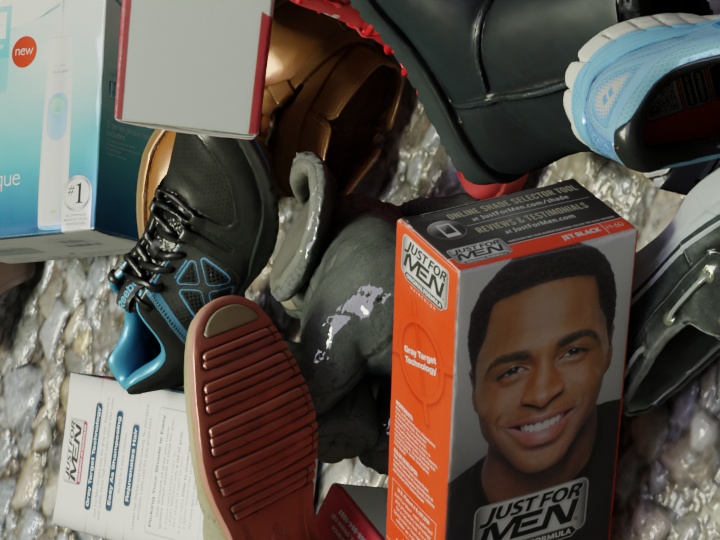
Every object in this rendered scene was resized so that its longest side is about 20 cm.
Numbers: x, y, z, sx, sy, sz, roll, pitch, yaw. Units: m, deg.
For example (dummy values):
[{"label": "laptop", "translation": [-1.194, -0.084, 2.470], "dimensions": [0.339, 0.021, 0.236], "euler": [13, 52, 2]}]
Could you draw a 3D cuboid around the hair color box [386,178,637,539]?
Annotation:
[{"label": "hair color box", "translation": [0.070, 0.065, 1.154], "dimensions": [0.061, 0.101, 0.202], "euler": [43, 139, 51]}]

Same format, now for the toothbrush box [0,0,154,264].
[{"label": "toothbrush box", "translation": [-0.201, -0.113, 1.574], "dimensions": [0.145, 0.085, 0.202], "euler": [-3, 79, 32]}]

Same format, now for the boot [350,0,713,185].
[{"label": "boot", "translation": [0.080, -0.138, 1.147], "dimensions": [0.168, 0.076, 0.201], "euler": [-13, 111, 50]}]

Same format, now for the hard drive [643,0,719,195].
[{"label": "hard drive", "translation": [0.146, -0.152, 1.209], "dimensions": [0.140, 0.038, 0.200], "euler": [-59, 44, 27]}]

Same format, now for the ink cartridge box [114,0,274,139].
[{"label": "ink cartridge box", "translation": [-0.085, -0.188, 1.328], "dimensions": [0.201, 0.082, 0.147], "euler": [-90, 6, -56]}]

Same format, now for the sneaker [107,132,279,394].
[{"label": "sneaker", "translation": [-0.099, -0.007, 1.372], "dimensions": [0.073, 0.081, 0.201], "euler": [43, 140, 39]}]

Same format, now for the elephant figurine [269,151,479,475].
[{"label": "elephant figurine", "translation": [0.000, 0.000, 1.304], "dimensions": [0.154, 0.142, 0.201], "euler": [-28, 40, 13]}]

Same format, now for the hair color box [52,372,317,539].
[{"label": "hair color box", "translation": [-0.109, 0.122, 1.458], "dimensions": [0.199, 0.060, 0.101], "euler": [6, 88, 52]}]

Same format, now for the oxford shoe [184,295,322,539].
[{"label": "oxford shoe", "translation": [-0.062, 0.110, 1.219], "dimensions": [0.074, 0.070, 0.202], "euler": [7, 110, 57]}]

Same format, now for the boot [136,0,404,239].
[{"label": "boot", "translation": [-0.056, -0.063, 1.419], "dimensions": [0.154, 0.073, 0.201], "euler": [34, 110, 48]}]

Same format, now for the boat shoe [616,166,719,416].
[{"label": "boat shoe", "translation": [0.177, 0.004, 1.123], "dimensions": [0.200, 0.072, 0.071], "euler": [-49, 55, 49]}]

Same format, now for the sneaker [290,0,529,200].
[{"label": "sneaker", "translation": [0.016, -0.124, 1.264], "dimensions": [0.078, 0.115, 0.202], "euler": [-10, 97, 62]}]

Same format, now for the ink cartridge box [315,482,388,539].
[{"label": "ink cartridge box", "translation": [0.008, 0.237, 1.268], "dimensions": [0.144, 0.083, 0.201], "euler": [47, 118, 45]}]

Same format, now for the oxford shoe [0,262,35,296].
[{"label": "oxford shoe", "translation": [-0.254, -0.034, 1.683], "dimensions": [0.201, 0.072, 0.071], "euler": [-60, 19, 1]}]

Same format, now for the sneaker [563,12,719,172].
[{"label": "sneaker", "translation": [0.191, -0.087, 1.039], "dimensions": [0.199, 0.079, 0.090], "euler": [-24, 23, 4]}]
